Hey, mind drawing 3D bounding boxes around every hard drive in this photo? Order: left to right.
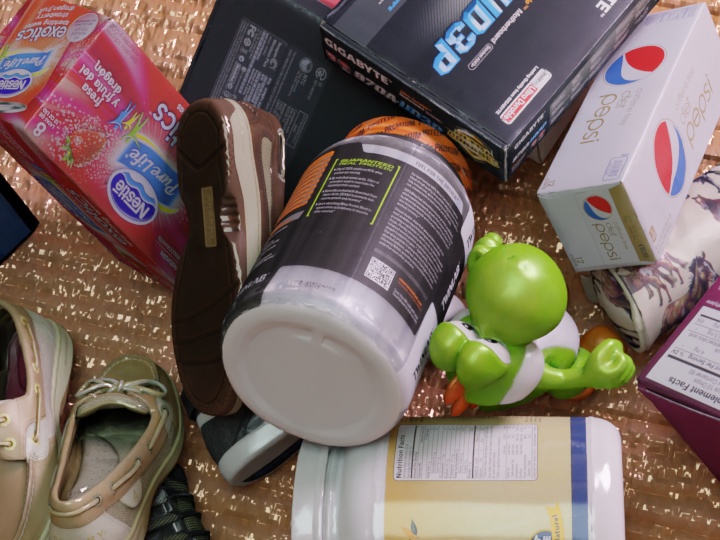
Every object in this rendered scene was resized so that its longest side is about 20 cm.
[{"bbox_3d":[-0.032,-0.109,1.144,0.199,0.033,0.141,32,111,17],"label":"hard drive"}]

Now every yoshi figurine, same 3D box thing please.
[{"bbox_3d":[0.110,0.031,1.012,0.111,0.199,0.114,-7,87,25],"label":"yoshi figurine"}]

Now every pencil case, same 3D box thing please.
[{"bbox_3d":[0.241,-0.031,1.088,0.199,0.078,0.089,-34,33,-7],"label":"pencil case"}]

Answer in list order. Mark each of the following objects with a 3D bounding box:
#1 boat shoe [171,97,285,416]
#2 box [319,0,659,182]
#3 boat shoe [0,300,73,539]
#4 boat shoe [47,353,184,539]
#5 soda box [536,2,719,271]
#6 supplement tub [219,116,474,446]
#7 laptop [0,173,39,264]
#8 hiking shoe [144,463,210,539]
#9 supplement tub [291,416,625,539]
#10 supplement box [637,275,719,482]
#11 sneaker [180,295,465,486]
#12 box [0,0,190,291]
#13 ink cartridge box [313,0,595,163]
[{"bbox_3d":[-0.074,-0.009,1.061,0.074,0.074,0.205,6,96,42],"label":"boat shoe"},{"bbox_3d":[0.093,-0.179,1.085,0.158,0.046,0.200,36,72,18],"label":"box"},{"bbox_3d":[-0.238,0.109,1.083,0.073,0.066,0.202,-26,46,22],"label":"boat shoe"},{"bbox_3d":[-0.161,0.110,1.047,0.072,0.064,0.201,-2,33,10],"label":"boat shoe"},{"bbox_3d":[0.187,-0.091,1.076,0.063,0.068,0.201,-6,38,37],"label":"soda box"},{"bbox_3d":[0.000,0.000,1.012,0.121,0.124,0.201,14,44,13],"label":"supplement tub"},{"bbox_3d":[-0.283,0.034,1.086,0.102,0.178,0.202,-10,68,5],"label":"laptop"},{"bbox_3d":[-0.128,0.177,1.065,0.198,0.076,0.102,18,76,15],"label":"hiking shoe"},{"bbox_3d":[0.063,0.164,1.006,0.197,0.145,0.146,-1,69,8],"label":"supplement tub"},{"bbox_3d":[0.291,0.046,1.011,0.200,0.131,0.103,-50,29,-10],"label":"supplement box"},{"bbox_3d":[-0.035,0.045,1.103,0.199,0.073,0.112,-34,70,-4],"label":"sneaker"},{"bbox_3d":[-0.163,-0.080,1.090,0.099,0.200,0.096,25,72,44],"label":"box"},{"bbox_3d":[0.083,-0.193,1.169,0.199,0.086,0.148,32,77,17],"label":"ink cartridge box"}]
